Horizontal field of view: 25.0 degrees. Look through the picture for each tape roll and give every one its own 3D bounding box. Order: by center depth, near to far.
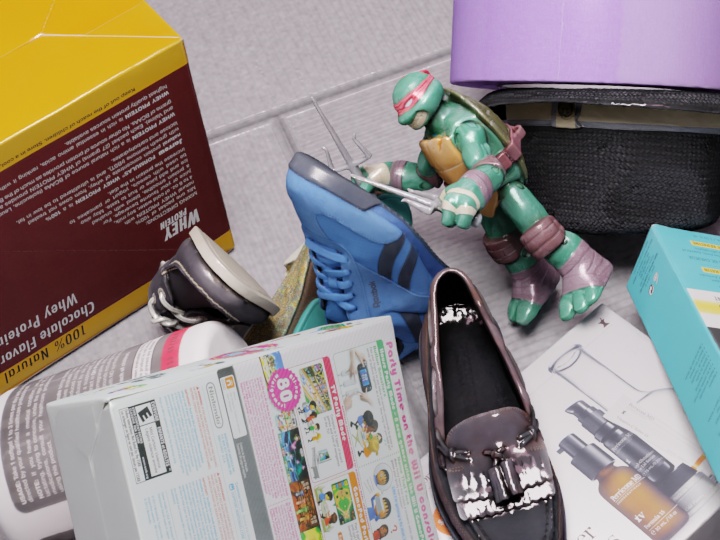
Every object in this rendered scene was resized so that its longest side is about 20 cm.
[{"bbox_3d":[0.160,-0.153,1.089,0.198,0.200,0.066,4,94,12],"label":"tape roll"}]

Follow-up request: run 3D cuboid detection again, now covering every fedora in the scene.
[{"bbox_3d":[0.171,-0.070,1.065,0.198,0.201,0.093,3,94,11],"label":"fedora"}]

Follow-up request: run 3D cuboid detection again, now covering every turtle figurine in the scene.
[{"bbox_3d":[0.064,-0.053,1.010,0.101,0.200,0.150,-46,14,-3],"label":"turtle figurine"}]

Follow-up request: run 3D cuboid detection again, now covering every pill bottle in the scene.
[{"bbox_3d":[-0.155,0.111,0.962,0.198,0.111,0.112,-19,49,15],"label":"pill bottle"}]

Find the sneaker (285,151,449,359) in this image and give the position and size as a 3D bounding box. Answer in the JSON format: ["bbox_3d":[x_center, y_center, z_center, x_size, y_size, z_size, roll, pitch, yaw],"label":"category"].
[{"bbox_3d":[0.000,0.000,0.987,0.066,0.200,0.079,37,86,34],"label":"sneaker"}]

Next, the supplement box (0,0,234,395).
[{"bbox_3d":[-0.212,-0.066,1.069,0.196,0.201,0.133,-33,54,-17],"label":"supplement box"}]

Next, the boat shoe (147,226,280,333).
[{"bbox_3d":[-0.098,0.020,1.011,0.063,0.200,0.073,-45,95,-6],"label":"boat shoe"}]

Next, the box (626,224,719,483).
[{"bbox_3d":[0.224,0.049,0.954,0.081,0.050,0.201,9,30,-14],"label":"box"}]

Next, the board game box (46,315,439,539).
[{"bbox_3d":[-0.054,0.117,0.860,0.199,0.149,0.064,-14,2,-43],"label":"board game box"}]

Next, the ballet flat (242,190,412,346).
[{"bbox_3d":[-0.033,0.021,1.066,0.070,0.071,0.201,15,54,20],"label":"ballet flat"}]

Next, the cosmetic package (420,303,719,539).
[{"bbox_3d":[0.130,0.130,0.958,0.199,0.052,0.150,-38,53,-21],"label":"cosmetic package"}]

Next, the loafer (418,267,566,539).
[{"bbox_3d":[0.067,0.085,0.931,0.071,0.063,0.201,-14,48,0],"label":"loafer"}]
